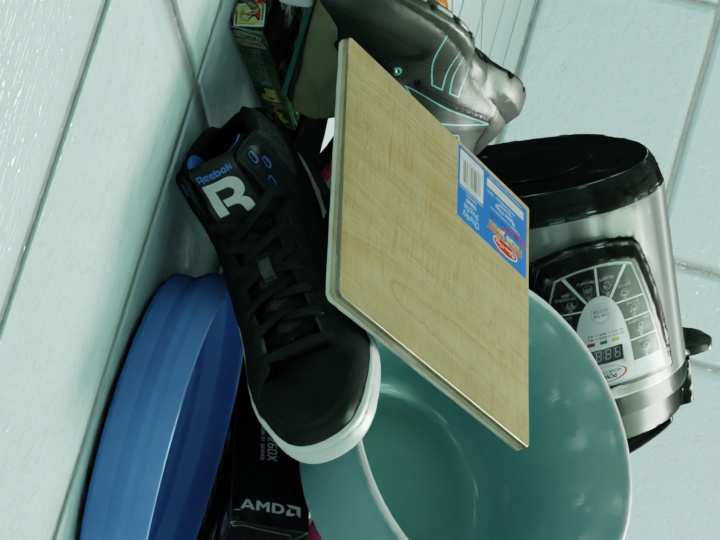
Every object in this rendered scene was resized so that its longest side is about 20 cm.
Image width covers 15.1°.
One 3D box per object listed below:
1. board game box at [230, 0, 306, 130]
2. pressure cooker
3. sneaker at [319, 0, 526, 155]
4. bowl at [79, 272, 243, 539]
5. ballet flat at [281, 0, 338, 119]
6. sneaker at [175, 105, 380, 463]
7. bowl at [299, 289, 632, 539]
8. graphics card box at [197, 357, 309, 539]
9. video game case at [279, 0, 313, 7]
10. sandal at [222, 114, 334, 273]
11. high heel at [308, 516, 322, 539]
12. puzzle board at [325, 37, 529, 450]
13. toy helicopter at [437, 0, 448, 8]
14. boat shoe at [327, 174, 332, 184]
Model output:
[{"bbox_3d":[-0.040,-0.155,1.542,0.200,0.023,0.105,75,28,-77],"label":"board game box"},{"bbox_3d":[0.113,0.030,1.653,0.178,0.175,0.201,-31,117,-57],"label":"pressure cooker"},{"bbox_3d":[0.026,-0.105,1.471,0.079,0.075,0.200,-54,145,-1],"label":"sneaker"},{"bbox_3d":[-0.107,0.096,1.457,0.201,0.039,0.202,15,90,-84],"label":"bowl"},{"bbox_3d":[0.008,-0.180,1.520,0.069,0.069,0.201,-49,152,-77],"label":"ballet flat"},{"bbox_3d":[-0.052,-0.001,1.383,0.112,0.073,0.201,51,18,-40],"label":"sneaker"},{"bbox_3d":[0.045,0.108,1.512,0.105,0.200,0.202,-31,-149,46],"label":"bowl"},{"bbox_3d":[-0.064,0.121,1.602,0.201,0.051,0.126,-89,-167,-50],"label":"graphics card box"},{"bbox_3d":[-0.021,-0.260,1.373,0.200,0.023,0.183,74,31,-65],"label":"video game case"},{"bbox_3d":[-0.032,-0.059,1.650,0.075,0.045,0.201,-37,-152,60],"label":"sandal"},{"bbox_3d":[-0.020,0.245,1.654,0.067,0.095,0.201,-42,151,-67],"label":"high heel"},{"bbox_3d":[0.037,-0.010,1.435,0.200,0.017,0.152,40,43,-48],"label":"puzzle board"},{"bbox_3d":[0.018,-0.233,1.676,0.200,0.078,0.133,75,34,-53],"label":"toy helicopter"},{"bbox_3d":[0.000,0.000,1.544,0.200,0.072,0.063,113,-32,-65],"label":"boat shoe"}]
